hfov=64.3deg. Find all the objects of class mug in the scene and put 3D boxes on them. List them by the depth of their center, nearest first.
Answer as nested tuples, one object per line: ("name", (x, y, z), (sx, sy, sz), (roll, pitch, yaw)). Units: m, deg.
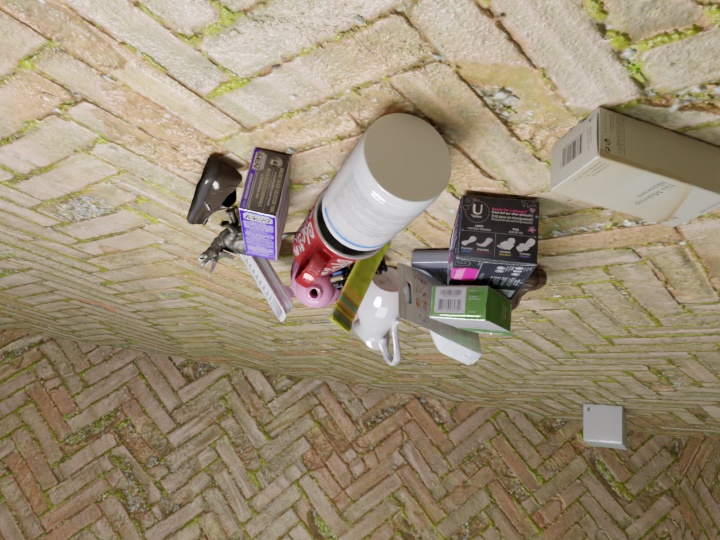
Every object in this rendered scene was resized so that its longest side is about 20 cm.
("mug", (-0.064, -0.055, 1.008), (0.177, 0.134, 0.200), (-26, 179, -24))

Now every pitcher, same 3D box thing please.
("pitcher", (0.057, 0.106, 1.321), (0.120, 0.172, 0.201), (-17, 141, -29))

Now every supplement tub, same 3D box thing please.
("supplement tub", (0.030, -0.118, 0.819), (0.131, 0.133, 0.200), (14, 161, -16))

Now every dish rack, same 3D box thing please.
("dish rack", (-0.202, 0.011, 1.236), (0.043, 0.201, 0.172), (-32, 178, -15))

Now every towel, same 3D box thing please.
("towel", (0.001, 0.018, 1.112), (0.018, 0.201, 0.086), (20, 168, 25))

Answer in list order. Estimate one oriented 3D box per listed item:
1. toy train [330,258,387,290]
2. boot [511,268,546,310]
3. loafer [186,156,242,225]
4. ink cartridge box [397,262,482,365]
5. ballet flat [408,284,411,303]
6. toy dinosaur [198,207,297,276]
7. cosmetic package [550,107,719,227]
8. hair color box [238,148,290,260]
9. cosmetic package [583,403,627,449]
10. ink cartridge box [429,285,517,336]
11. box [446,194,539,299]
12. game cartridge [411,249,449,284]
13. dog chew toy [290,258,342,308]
("toy train", (0.000, 0.000, 1.173), (0.034, 0.046, 0.200), (-13, -175, 31))
("boot", (0.257, 0.040, 1.196), (0.198, 0.065, 0.187), (0, 151, -26))
("loafer", (-0.255, -0.124, 1.004), (0.071, 0.074, 0.200), (18, 158, -20))
("ink cartridge box", (0.149, 0.086, 1.165), (0.199, 0.161, 0.047), (25, 129, -19))
("ballet flat", (0.168, 0.066, 1.381), (0.198, 0.069, 0.068), (12, 173, 21))
("toy dinosaur", (-0.220, -0.064, 1.120), (0.198, 0.077, 0.103), (-8, 129, -9))
("cosmetic package", (0.359, -0.128, 0.740), (0.198, 0.074, 0.104), (14, 160, -12))
("hair color box", (-0.159, -0.104, 0.967), (0.064, 0.110, 0.200), (12, 160, -5))
("cosmetic package", (1.108, 0.707, 2.593), (0.166, 0.168, 0.200), (-3, 156, 30))
("ink cartridge box", (0.212, 0.075, 1.043), (0.103, 0.060, 0.200), (0, 167, 31))
("box", (0.223, -0.035, 0.990), (0.131, 0.116, 0.200), (5, 163, 5))
("game cartridge", (0.185, 0.005, 1.237), (0.132, 0.041, 0.200), (-4, 157, 22))
("dog chew toy", (-0.089, 0.021, 1.184), (0.123, 0.126, 0.200), (9, -167, -3))
